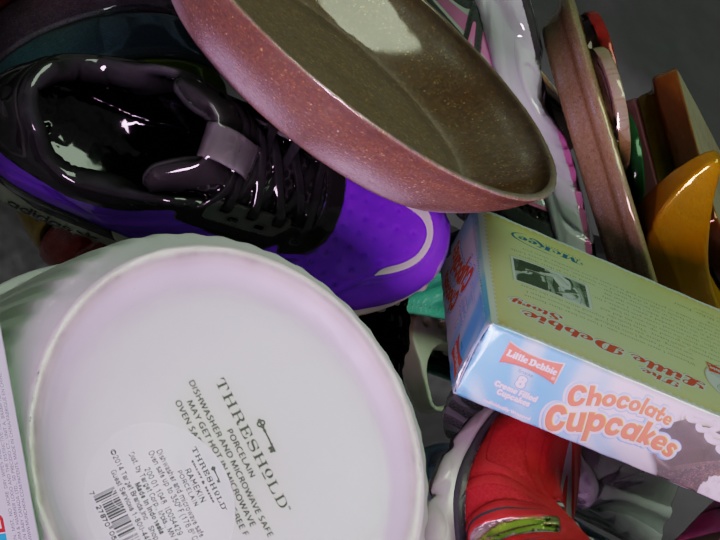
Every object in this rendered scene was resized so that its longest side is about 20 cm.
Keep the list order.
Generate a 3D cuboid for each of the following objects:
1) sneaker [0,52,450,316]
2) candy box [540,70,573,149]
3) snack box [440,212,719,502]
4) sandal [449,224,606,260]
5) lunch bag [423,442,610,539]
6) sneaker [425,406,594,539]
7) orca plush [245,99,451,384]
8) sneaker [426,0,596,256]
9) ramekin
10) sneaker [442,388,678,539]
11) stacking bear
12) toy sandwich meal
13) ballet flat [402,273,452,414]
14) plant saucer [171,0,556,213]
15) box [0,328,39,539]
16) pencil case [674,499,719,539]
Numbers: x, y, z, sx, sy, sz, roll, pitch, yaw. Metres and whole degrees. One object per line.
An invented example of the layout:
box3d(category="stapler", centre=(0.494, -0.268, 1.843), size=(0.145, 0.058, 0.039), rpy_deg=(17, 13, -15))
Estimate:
box3d(category="sneaker", centre=(-0.053, -0.034, 0.991), size=(0.199, 0.100, 0.070), rpy_deg=(16, 75, -13))
box3d(category="candy box", centre=(0.023, -0.137, 1.302), size=(0.200, 0.055, 0.115), rpy_deg=(53, 10, 21))
box3d(category="snack box", centre=(0.130, 0.047, 1.047), size=(0.199, 0.037, 0.116), rpy_deg=(23, 22, -10))
box3d(category="sandal", centre=(0.056, -0.024, 1.256), size=(0.200, 0.045, 0.075), rpy_deg=(6, 8, -40))
box3d(category="lunch bag", centre=(0.075, 0.168, 1.082), size=(0.200, 0.077, 0.161), rpy_deg=(35, 36, -15))
box3d(category="sneaker", centre=(0.071, 0.121, 0.969), size=(0.077, 0.085, 0.200), rpy_deg=(57, 29, -30))
box3d(category="orca plush", centre=(0.000, 0.000, 1.069), size=(0.105, 0.071, 0.201), rpy_deg=(27, 57, -52))
box3d(category="sneaker", centre=(0.053, -0.054, 1.182), size=(0.080, 0.086, 0.201), rpy_deg=(39, 36, -78))
box3d(category="ramekin", centre=(-0.069, 0.081, 0.940), size=(0.200, 0.105, 0.201), rpy_deg=(11, 68, -28))
box3d(category="sneaker", centre=(0.097, 0.062, 1.152), size=(0.075, 0.082, 0.200), rpy_deg=(23, -7, 26))
box3d(category="stacking bear", centre=(-0.104, -0.040, 1.087), size=(0.113, 0.121, 0.201), rpy_deg=(-3, 66, -36))
box3d(category="toy sandwich meal", centre=(0.143, -0.042, 1.210), size=(0.205, 0.070, 0.206), rpy_deg=(-17, 90, -83))
box3d(category="ballet flat", centre=(0.019, 0.028, 1.179), size=(0.200, 0.067, 0.071), rpy_deg=(10, 62, -38))
box3d(category="plant saucer", centre=(-0.009, -0.085, 1.025), size=(0.200, 0.037, 0.201), rpy_deg=(36, 20, -15))
box3d(category="box", centre=(-0.201, 0.068, 0.815), size=(0.176, 0.097, 0.201), rpy_deg=(-6, 82, -42))
box3d(category="pencil case", centre=(0.160, 0.142, 1.055), size=(0.200, 0.090, 0.094), rpy_deg=(-25, 107, -56))
